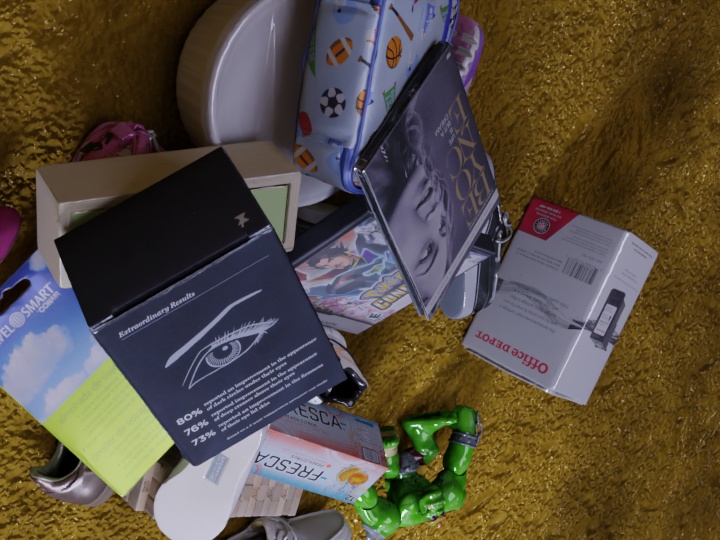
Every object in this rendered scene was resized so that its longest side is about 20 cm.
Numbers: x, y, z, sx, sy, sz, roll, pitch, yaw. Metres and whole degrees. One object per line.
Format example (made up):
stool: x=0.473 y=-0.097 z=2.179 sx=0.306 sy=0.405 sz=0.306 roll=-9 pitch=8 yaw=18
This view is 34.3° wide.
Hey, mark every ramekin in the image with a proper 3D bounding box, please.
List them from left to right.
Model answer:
ramekin: x=-0.073 y=-0.164 z=1.040 sx=0.201 sy=0.094 sz=0.204 roll=-18 pitch=120 yaw=-35

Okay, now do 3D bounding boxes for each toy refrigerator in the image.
toy refrigerator: x=-0.150 y=-0.046 z=0.929 sx=0.199 sy=0.070 sz=0.076 roll=-10 pitch=125 yaw=-29

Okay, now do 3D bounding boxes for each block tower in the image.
block tower: x=-0.140 y=0.213 z=1.174 sx=0.199 sy=0.054 sz=0.058 roll=8 pitch=104 yaw=-42

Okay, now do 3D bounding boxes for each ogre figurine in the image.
ogre figurine: x=0.059 y=0.232 z=1.334 sx=0.199 sy=0.098 sz=0.121 roll=-18 pitch=103 yaw=-52

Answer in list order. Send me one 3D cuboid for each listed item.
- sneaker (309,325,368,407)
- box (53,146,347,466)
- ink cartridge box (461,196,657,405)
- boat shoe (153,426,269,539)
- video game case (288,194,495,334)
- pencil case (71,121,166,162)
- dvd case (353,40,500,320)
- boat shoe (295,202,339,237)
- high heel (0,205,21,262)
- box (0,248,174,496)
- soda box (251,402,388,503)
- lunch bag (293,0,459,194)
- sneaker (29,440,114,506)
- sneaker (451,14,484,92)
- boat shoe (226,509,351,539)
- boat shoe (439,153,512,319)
sneaker: x=-0.066 y=0.087 z=1.139 sx=0.199 sy=0.080 sz=0.074 roll=15 pitch=116 yaw=-48
box: x=-0.116 y=0.032 z=0.890 sx=0.147 sy=0.105 sz=0.201 roll=-29 pitch=139 yaw=-6
ink cartridge box: x=0.229 y=0.035 z=1.354 sx=0.083 sy=0.145 sz=0.201 roll=26 pitch=91 yaw=-46
boat shoe: x=-0.130 y=0.171 z=1.062 sx=0.069 sy=0.072 sz=0.201 roll=-52 pitch=168 yaw=-56
video game case: x=0.000 y=0.000 z=1.131 sx=0.180 sy=0.199 sz=0.026 roll=16 pitch=53 yaw=-43
pencil case: x=-0.160 y=-0.050 z=1.025 sx=0.200 sy=0.086 sz=0.083 roll=37 pitch=52 yaw=-44
dvd case: x=0.064 y=-0.073 z=1.011 sx=0.149 sy=0.016 sz=0.201 roll=-57 pitch=145 yaw=-26
boat shoe: x=0.016 y=-0.026 z=1.195 sx=0.201 sy=0.072 sz=0.061 roll=8 pitch=101 yaw=-36
high heel: x=-0.355 y=-0.007 z=0.878 sx=0.200 sy=0.067 sz=0.096 roll=-40 pitch=140 yaw=-17
box: x=-0.233 y=0.080 z=0.992 sx=0.122 sy=0.048 sz=0.200 roll=-46 pitch=106 yaw=-9
soda box: x=-0.070 y=0.168 z=1.166 sx=0.199 sy=0.064 sz=0.068 roll=24 pitch=123 yaw=-31
lunch bag: x=0.019 y=-0.165 z=0.985 sx=0.160 sy=0.075 sz=0.201 roll=-2 pitch=109 yaw=-60
sneaker: x=-0.226 y=0.119 z=1.047 sx=0.075 sy=0.070 sz=0.201 roll=23 pitch=92 yaw=-43
sneaker: x=0.076 y=-0.160 z=1.190 sx=0.088 sy=0.080 sz=0.201 roll=11 pitch=106 yaw=-50
boat shoe: x=-0.094 y=0.295 z=1.237 sx=0.199 sy=0.071 sz=0.070 roll=-21 pitch=123 yaw=-32
boat shoe: x=0.132 y=-0.041 z=1.284 sx=0.068 sy=0.073 sz=0.201 roll=-14 pitch=117 yaw=-31
